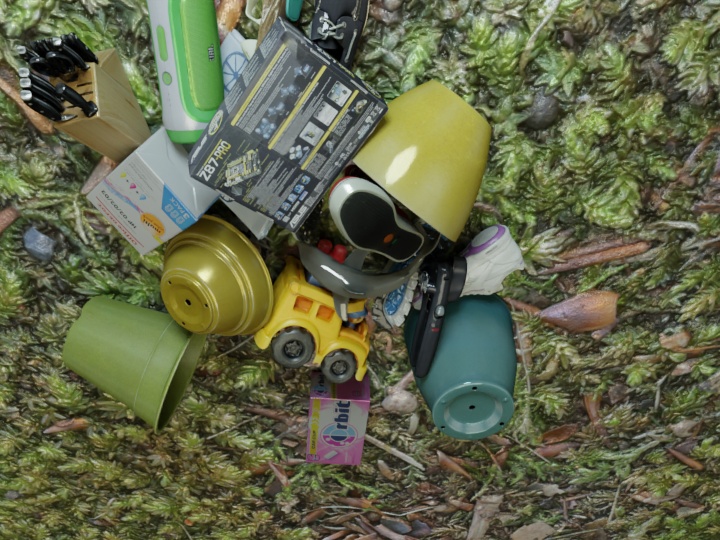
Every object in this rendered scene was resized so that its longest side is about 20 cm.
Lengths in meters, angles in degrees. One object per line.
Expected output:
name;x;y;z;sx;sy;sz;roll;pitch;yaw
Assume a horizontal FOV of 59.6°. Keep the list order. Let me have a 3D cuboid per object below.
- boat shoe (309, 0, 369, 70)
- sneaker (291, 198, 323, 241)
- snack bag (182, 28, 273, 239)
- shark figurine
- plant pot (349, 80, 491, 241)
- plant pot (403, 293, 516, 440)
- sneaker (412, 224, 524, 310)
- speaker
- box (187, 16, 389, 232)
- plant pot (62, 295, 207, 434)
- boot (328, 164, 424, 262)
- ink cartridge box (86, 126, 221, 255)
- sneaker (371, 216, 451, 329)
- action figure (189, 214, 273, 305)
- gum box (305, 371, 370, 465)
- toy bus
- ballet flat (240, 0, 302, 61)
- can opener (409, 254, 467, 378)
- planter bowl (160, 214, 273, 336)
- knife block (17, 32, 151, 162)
boat shoe;-0.030;-0.291;0.787;0.070;0.064;0.204;9;126;-7
sneaker;-0.105;-0.139;0.893;0.071;0.072;0.205;7;122;38
snack bag;-0.148;-0.176;0.832;0.200;0.021;0.190;43;114;8
shark figurine;0.019;0.010;0.908;0.208;0.090;0.132;-9;99;4
plant pot;0.090;-0.158;0.826;0.198;0.201;0.143;33;101;-23
plant pot;0.173;0.163;1.047;0.193;0.190;0.205;0;127;0
sneaker;0.172;0.018;1.006;0.198;0.076;0.100;-34;114;23
speaker;-0.211;-0.265;0.767;0.085;0.089;0.206;-2;112;1
box;-0.085;-0.160;0.738;0.159;0.050;0.201;24;116;-37
plant pot;-0.375;0.135;1.037;0.186;0.202;0.203;23;124;-4
boot;-0.005;-0.098;0.813;0.072;0.146;0.199;-41;152;12
ink cartridge box;-0.297;-0.098;0.873;0.197;0.068;0.116;-22;117;42
sneaker;0.071;-0.012;0.994;0.074;0.087;0.203;31;97;-14
action figure;-0.213;-0.019;0.987;0.127;0.070;0.203;24;119;-9
gum box;-0.046;0.292;1.214;0.110;0.067;0.204;3;127;-4
toy bus;-0.053;0.057;1.017;0.196;0.136;0.195;22;108;-19
ballet flat;-0.107;-0.294;0.754;0.070;0.068;0.207;11;101;21
can opener;0.109;0.074;0.952;0.076;0.064;0.206;10;111;-9
planter bowl;-0.231;0.029;0.921;0.195;0.084;0.206;13;122;22
knife block;-0.340;-0.195;0.784;0.062;0.178;0.204;-8;127;7
